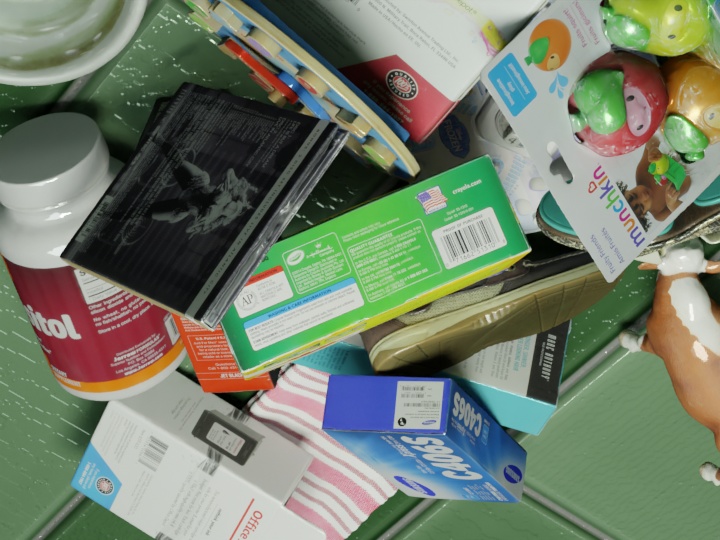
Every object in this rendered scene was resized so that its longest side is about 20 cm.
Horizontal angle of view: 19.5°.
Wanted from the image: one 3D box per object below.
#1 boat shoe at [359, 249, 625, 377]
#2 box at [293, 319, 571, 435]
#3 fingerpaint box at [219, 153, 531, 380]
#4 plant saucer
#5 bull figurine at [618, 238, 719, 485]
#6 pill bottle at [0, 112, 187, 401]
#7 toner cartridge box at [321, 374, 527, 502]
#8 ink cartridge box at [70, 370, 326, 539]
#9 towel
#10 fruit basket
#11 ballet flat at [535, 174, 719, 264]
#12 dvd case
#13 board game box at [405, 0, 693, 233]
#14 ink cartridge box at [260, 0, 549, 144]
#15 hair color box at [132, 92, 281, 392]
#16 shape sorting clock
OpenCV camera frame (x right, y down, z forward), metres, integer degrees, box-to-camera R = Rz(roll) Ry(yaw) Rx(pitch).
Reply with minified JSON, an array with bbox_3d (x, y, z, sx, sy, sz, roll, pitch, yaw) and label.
[{"bbox_3d":[0.091,0.017,1.506,0.200,0.066,0.072,-22,155,-12],"label":"boat shoe"},{"bbox_3d":[0.051,0.051,1.556,0.199,0.082,0.049,17,146,-5],"label":"box"},{"bbox_3d":[0.000,0.000,1.388,0.200,0.167,0.074,-23,86,-3],"label":"fingerpaint box"},{"bbox_3d":[-0.234,-0.216,1.396,0.199,0.050,0.200,5,132,6],"label":"plant saucer"},{"bbox_3d":[0.247,0.065,1.511,0.065,0.200,0.121,-24,172,-14],"label":"bull figurine"},{"bbox_3d":[-0.201,-0.011,1.529,0.113,0.113,0.200,-5,129,14],"label":"pill bottle"},{"bbox_3d":[0.050,0.125,1.542,0.095,0.043,0.200,2,161,22],"label":"toner cartridge box"},{"bbox_3d":[-0.118,0.171,1.673,0.200,0.067,0.116,32,130,2],"label":"ink cartridge box"},{"bbox_3d":[-0.033,0.148,1.695,0.146,0.030,0.200,31,129,-16],"label":"towel"},{"bbox_3d":[0.188,-0.119,1.318,0.094,0.200,0.185,19,150,53],"label":"fruit basket"},{"bbox_3d":[0.224,-0.040,1.434,0.199,0.068,0.075,-14,143,16],"label":"ballet flat"},{"bbox_3d":[-0.103,-0.046,1.341,0.016,0.149,0.200,41,168,-33],"label":"dvd case"},{"bbox_3d":[0.114,-0.101,1.453,0.199,0.026,0.200,-11,128,19],"label":"board game box"},{"bbox_3d":[0.051,-0.202,1.315,0.146,0.083,0.200,41,127,-3],"label":"ink cartridge box"},{"bbox_3d":[-0.104,-0.017,1.513,0.061,0.102,0.200,-4,131,18],"label":"hair color box"},{"bbox_3d":[-0.042,-0.121,1.339,0.200,0.200,0.039,40,90,-24],"label":"shape sorting clock"}]
